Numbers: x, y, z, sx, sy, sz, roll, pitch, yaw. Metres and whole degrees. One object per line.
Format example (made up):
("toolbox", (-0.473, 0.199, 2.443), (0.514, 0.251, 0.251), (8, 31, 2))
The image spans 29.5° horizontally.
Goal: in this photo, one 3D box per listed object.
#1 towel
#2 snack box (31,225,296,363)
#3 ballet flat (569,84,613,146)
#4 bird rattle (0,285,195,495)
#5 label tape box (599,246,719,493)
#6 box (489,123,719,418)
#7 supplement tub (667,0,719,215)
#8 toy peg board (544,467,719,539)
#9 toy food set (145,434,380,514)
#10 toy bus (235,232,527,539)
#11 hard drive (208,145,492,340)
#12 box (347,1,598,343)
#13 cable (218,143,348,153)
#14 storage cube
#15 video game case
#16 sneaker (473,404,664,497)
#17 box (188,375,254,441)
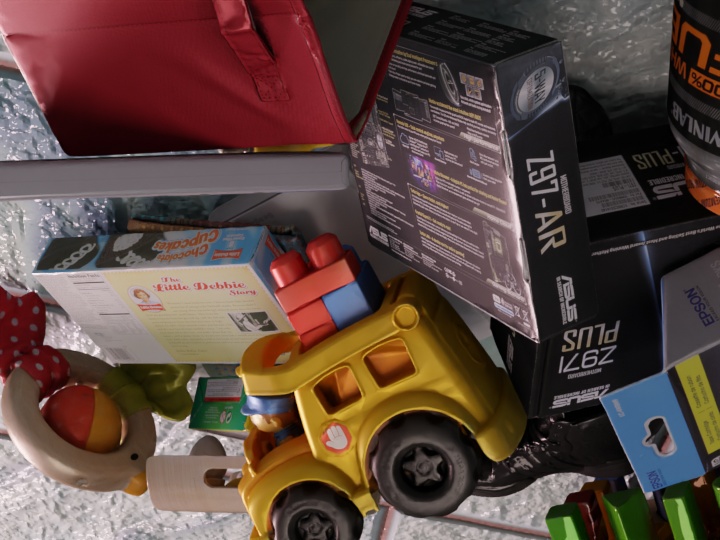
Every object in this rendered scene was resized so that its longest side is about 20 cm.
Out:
("towel", (-0.080, 0.029, 1.041), (0.146, 0.022, 0.201), (5, 143, 22))
("snack box", (-0.131, 0.021, 1.005), (0.199, 0.037, 0.116), (-2, 140, 30))
("ballet flat", (0.148, -0.037, 0.923), (0.066, 0.057, 0.201), (-5, 136, 18))
("bird rattle", (-0.224, 0.099, 1.083), (0.199, 0.164, 0.113), (30, 117, -33))
("label tape box", (0.240, 0.045, 0.834), (0.199, 0.066, 0.143), (-26, 140, 7))
("box", (0.191, -0.006, 0.874), (0.198, 0.086, 0.164), (-12, 139, -11))
("supplement tub", (0.229, -0.132, 0.733), (0.121, 0.123, 0.201), (2, 126, 10))
("toy peg board", (0.250, 0.191, 1.082), (0.199, 0.199, 0.098), (-15, 103, 25))
("toy food set", (-0.072, 0.168, 1.118), (0.142, 0.061, 0.200), (-2, 170, 15))
("toy bus", (-0.016, 0.077, 0.915), (0.199, 0.136, 0.193), (-30, 101, 15))
("hard drive", (0.000, 0.000, 1.017), (0.131, 0.026, 0.200), (-25, 128, 33))
("box", (0.052, -0.066, 0.792), (0.043, 0.200, 0.161), (-22, 116, -21))
("cable", (0.007, -0.106, 0.905), (0.198, 0.050, 0.098), (7, 112, -16))
("storage cube", (-0.083, -0.181, 0.716), (0.178, 0.201, 0.172), (-1, 138, 22))
("video game case", (-0.122, -0.055, 0.782), (0.198, 0.182, 0.022), (-3, 96, -13))
("sneaker", (0.158, 0.123, 1.097), (0.198, 0.060, 0.105), (-9, 136, 13))
("box", (-0.022, 0.126, 1.086), (0.199, 0.049, 0.117), (19, 167, -27))
